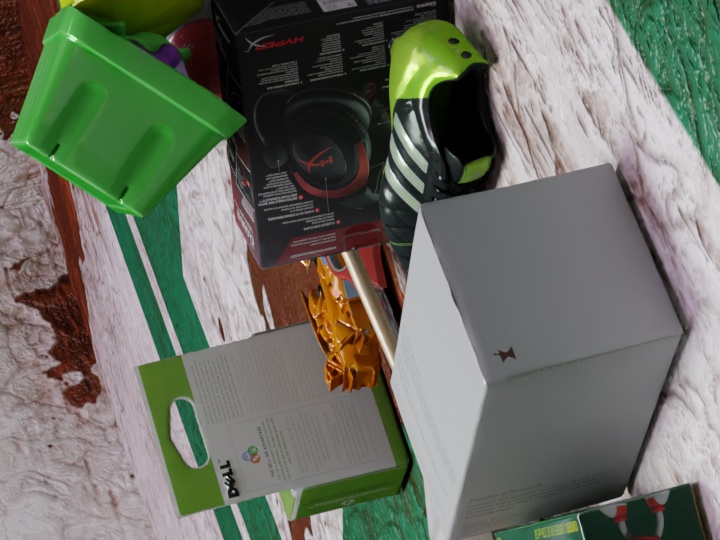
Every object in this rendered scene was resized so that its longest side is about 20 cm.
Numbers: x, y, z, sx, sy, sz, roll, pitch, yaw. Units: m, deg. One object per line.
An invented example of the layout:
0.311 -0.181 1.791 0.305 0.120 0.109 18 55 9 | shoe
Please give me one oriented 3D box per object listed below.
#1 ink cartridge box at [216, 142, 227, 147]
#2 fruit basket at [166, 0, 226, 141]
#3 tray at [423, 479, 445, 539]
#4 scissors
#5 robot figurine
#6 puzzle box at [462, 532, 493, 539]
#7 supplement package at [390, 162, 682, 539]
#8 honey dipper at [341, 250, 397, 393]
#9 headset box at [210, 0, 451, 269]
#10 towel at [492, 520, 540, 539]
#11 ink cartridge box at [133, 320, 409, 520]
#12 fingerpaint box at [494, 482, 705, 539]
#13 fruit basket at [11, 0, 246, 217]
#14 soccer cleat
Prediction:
-0.118 -0.198 1.964 0.084 0.145 0.200 89 163 -45 | ink cartridge box
-0.076 -0.168 1.699 0.094 0.199 0.186 -94 2 -45 | fruit basket
0.056 0.106 1.698 0.107 0.022 0.201 102 165 -60 | tray
0.009 0.024 1.825 0.073 0.014 0.201 -35 56 37 | scissors
-0.025 -0.010 1.945 0.145 0.058 0.201 104 150 -59 | robot figurine
0.087 0.237 1.512 0.133 0.025 0.201 81 175 -61 | puzzle box
0.094 0.050 1.351 0.200 0.117 0.117 98 157 -59 | supplement package
0.000 0.000 1.691 0.201 0.038 0.038 65 167 2 | honey dipper
-0.014 -0.098 1.605 0.075 0.148 0.201 -121 21 -56 | headset box
0.119 0.262 1.618 0.171 0.048 0.201 -125 25 -58 | towel
-0.077 0.132 1.994 0.076 0.199 0.148 102 153 -62 | ink cartridge box
0.150 0.219 1.376 0.200 0.073 0.167 140 116 -77 | fingerpaint box
-0.146 -0.149 1.573 0.216 0.155 0.216 -54 12 17 | fruit basket
0.053 -0.066 1.545 0.081 0.067 0.201 44 147 45 | soccer cleat
